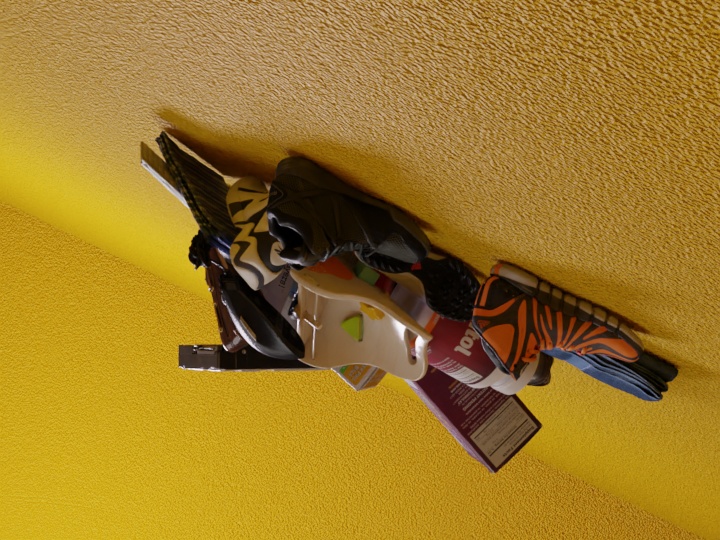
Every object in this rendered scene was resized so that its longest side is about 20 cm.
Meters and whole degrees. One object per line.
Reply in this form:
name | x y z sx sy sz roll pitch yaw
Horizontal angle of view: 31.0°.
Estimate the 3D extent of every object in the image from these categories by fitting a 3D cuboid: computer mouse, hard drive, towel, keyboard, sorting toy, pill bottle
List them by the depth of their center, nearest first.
computer mouse | -0.149 0.033 1.598 0.200 0.046 0.141 46 -170 -18
towel | 0.285 0.103 1.606 0.198 0.049 0.112 26 172 0
sorting toy | 0.008 0.063 1.606 0.179 0.107 0.201 32 152 14
keyboard | -0.207 -0.088 1.648 0.200 0.011 0.056 44 -161 -26
towel | -0.182 -0.083 1.654 0.145 0.024 0.201 35 -161 -52
pill bottle | 0.136 0.084 1.710 0.199 0.114 0.113 29 171 -25
hard drive | -0.139 0.121 1.813 0.198 0.038 0.139 2 176 -32

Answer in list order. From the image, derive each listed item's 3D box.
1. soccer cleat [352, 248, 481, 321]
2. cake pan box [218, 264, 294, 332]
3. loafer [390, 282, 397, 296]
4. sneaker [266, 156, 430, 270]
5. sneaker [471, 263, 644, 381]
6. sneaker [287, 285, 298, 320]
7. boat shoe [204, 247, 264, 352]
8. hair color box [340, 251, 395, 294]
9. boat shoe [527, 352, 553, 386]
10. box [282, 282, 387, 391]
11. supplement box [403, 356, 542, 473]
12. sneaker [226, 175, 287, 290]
soccer cleat | 0.068 -0.005 1.579 0.199 0.069 0.073 30 -174 -24
cake pan box | -0.132 0.011 1.811 0.052 0.186 0.200 26 170 -12
loafer | 0.078 0.055 1.830 0.070 0.074 0.200 24 172 7
sneaker | -0.019 -0.034 1.446 0.198 0.115 0.076 27 155 -19
sneaker | 0.216 0.083 1.472 0.198 0.113 0.078 25 172 3
sneaker | -0.047 0.048 1.799 0.079 0.075 0.200 20 179 -9
boat shoe | -0.174 0.011 1.691 0.070 0.202 0.070 21 132 -42
hair color box | 0.000 0.000 1.777 0.101 0.062 0.200 26 170 6
boat shoe | 0.241 0.127 1.842 0.073 0.075 0.200 17 -178 -10
box | -0.032 0.078 1.955 0.200 0.102 0.112 41 -171 14
supplement box | 0.148 0.175 1.860 0.200 0.103 0.131 49 174 -9
sneaker | -0.093 -0.074 1.581 0.080 0.129 0.200 52 -164 -25
